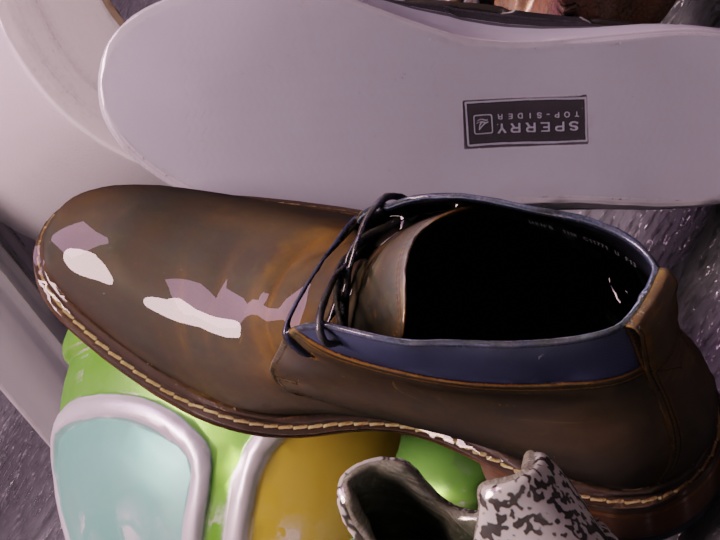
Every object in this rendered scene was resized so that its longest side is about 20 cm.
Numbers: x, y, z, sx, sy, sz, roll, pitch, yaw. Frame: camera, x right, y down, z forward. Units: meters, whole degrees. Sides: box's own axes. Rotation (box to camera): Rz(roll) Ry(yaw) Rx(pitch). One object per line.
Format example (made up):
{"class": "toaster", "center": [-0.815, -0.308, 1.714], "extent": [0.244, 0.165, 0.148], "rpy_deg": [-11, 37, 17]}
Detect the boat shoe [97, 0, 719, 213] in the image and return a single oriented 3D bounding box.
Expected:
{"class": "boat shoe", "center": [0.024, -0.045, 0.856], "extent": [0.057, 0.199, 0.069], "rpy_deg": [-118, 32, -84]}

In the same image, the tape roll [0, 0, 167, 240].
{"class": "tape roll", "center": [-0.097, -0.120, 1.339], "extent": [0.139, 0.202, 0.204], "rpy_deg": [-29, 34, 61]}

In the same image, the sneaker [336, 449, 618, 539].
{"class": "sneaker", "center": [0.020, 0.086, 0.748], "extent": [0.077, 0.089, 0.200], "rpy_deg": [-29, 2, -32]}

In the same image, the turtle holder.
{"class": "turtle holder", "center": [-0.009, 0.061, 0.886], "extent": [0.185, 0.141, 0.133], "rpy_deg": [-2, 76, 31]}

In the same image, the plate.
{"class": "plate", "center": [-0.171, 0.002, 1.390], "extent": [0.032, 0.200, 0.200], "rpy_deg": [-38, 17, 3]}

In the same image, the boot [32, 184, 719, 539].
{"class": "boot", "center": [0.000, 0.000, 0.762], "extent": [0.097, 0.199, 0.075], "rpy_deg": [77, -146, -60]}

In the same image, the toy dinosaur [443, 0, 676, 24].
{"class": "toy dinosaur", "center": [0.068, -0.097, 0.936], "extent": [0.136, 0.086, 0.200], "rpy_deg": [-55, 2, 22]}
